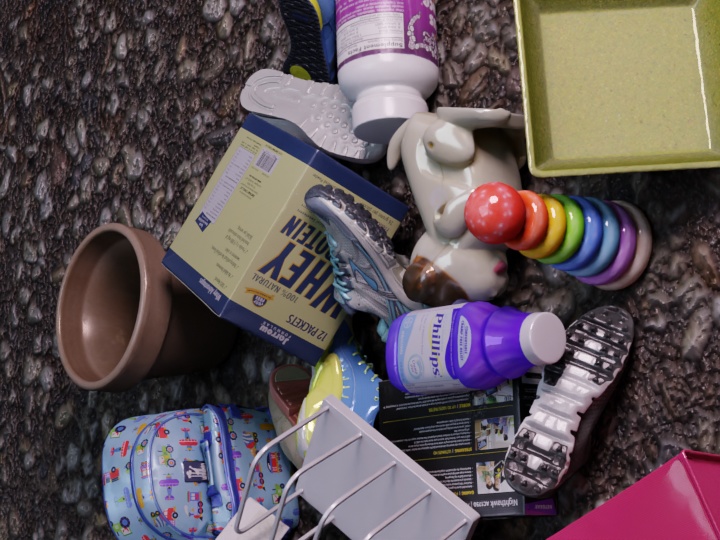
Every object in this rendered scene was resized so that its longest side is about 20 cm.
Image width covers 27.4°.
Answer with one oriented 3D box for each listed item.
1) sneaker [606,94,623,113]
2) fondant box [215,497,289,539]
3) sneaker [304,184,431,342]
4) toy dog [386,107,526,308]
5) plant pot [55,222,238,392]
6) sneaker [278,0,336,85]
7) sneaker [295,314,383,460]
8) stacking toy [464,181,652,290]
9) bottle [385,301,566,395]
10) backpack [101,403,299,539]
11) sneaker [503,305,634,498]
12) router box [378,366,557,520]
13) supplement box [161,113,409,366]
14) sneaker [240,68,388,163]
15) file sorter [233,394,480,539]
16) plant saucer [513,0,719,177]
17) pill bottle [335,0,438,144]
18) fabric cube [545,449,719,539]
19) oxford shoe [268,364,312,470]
[{"bbox_3d":[0.214,-0.195,1.432,0.201,0.067,0.090,64,146,24],"label":"sneaker"},{"bbox_3d":[-0.169,0.352,1.567,0.058,0.144,0.200,37,129,4],"label":"fondant box"},{"bbox_3d":[0.000,0.000,1.512,0.086,0.200,0.078,-38,22,9],"label":"sneaker"},{"bbox_3d":[0.097,-0.057,1.459,0.193,0.139,0.201,4,92,28],"label":"toy dog"},{"bbox_3d":[-0.249,0.054,1.803,0.200,0.174,0.201,-13,73,46],"label":"plant pot"},{"bbox_3d":[-0.048,-0.271,1.698,0.066,0.200,0.079,23,57,17],"label":"sneaker"},{"bbox_3d":[-0.006,0.123,1.607,0.104,0.076,0.201,5,59,8],"label":"sneaker"},{"bbox_3d":[0.173,-0.037,1.330,0.085,0.199,0.086,-13,72,46],"label":"stacking toy"},{"bbox_3d":[0.106,0.072,1.391,0.200,0.065,0.084,-10,75,51],"label":"bottle"},{"bbox_3d":[-0.187,0.237,1.673,0.134,0.199,0.183,-26,62,42],"label":"backpack"},{"bbox_3d":[0.195,0.126,1.368,0.066,0.091,0.201,24,76,21],"label":"sneaker"},{"bbox_3d":[0.102,0.174,1.473,0.200,0.051,0.150,-13,73,46],"label":"router box"},{"bbox_3d":[-0.087,-0.037,1.615,0.200,0.134,0.200,-59,31,2],"label":"supplement box"},{"bbox_3d":[-0.044,-0.171,1.709,0.200,0.081,0.077,29,77,29],"label":"sneaker"},{"bbox_3d":[-0.012,0.252,1.450,0.200,0.124,0.139,37,131,24],"label":"file sorter"},{"bbox_3d":[0.241,-0.176,1.335,0.048,0.199,0.201,88,179,-74],"label":"plant saucer"},{"bbox_3d":[0.029,-0.245,1.607,0.112,0.112,0.201,-18,69,45],"label":"pill bottle"},{"bbox_3d":[0.270,0.278,1.153,0.199,0.199,0.197,-42,52,32],"label":"fabric cube"},{"bbox_3d":[-0.046,0.199,1.640,0.074,0.070,0.200,107,145,-46],"label":"oxford shoe"}]
